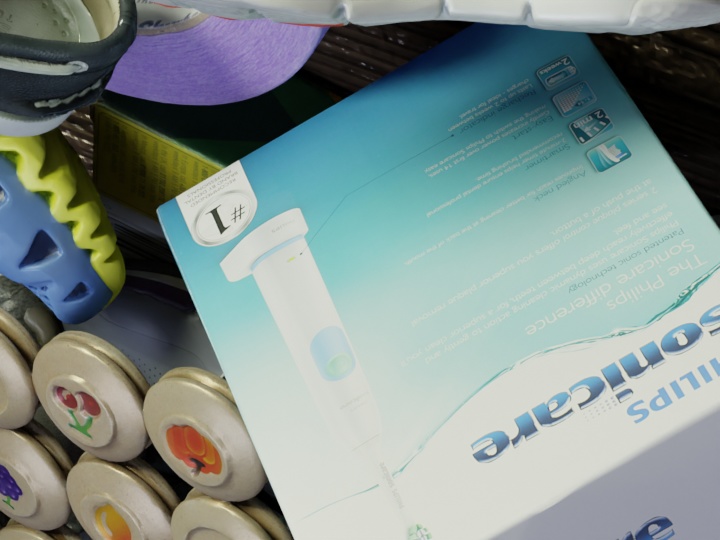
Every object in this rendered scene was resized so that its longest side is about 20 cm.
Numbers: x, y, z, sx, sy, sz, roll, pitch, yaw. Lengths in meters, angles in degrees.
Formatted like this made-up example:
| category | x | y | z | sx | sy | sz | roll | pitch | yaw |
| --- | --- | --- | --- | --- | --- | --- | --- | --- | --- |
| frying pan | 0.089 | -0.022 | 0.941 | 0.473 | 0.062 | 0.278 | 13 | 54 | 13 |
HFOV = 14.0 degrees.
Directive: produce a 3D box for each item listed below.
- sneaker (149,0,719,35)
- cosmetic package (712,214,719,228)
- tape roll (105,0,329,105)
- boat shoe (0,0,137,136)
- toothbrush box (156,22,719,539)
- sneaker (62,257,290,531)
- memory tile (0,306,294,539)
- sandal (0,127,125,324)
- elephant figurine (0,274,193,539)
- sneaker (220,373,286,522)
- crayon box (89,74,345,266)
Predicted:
| category | x | y | z | sx | sy | sz | roll | pitch | yaw |
| --- | --- | --- | --- | --- | --- | --- | --- | --- | --- |
| sneaker | 0.009 | -0.108 | 0.805 | 0.199 | 0.082 | 0.077 | 1 | -176 | -8 |
| cosmetic package | 0.181 | 0.025 | 0.896 | 0.101 | 0.071 | 0.200 | 44 | 149 | -21 |
| tape roll | -0.084 | -0.143 | 0.900 | 0.199 | 0.066 | 0.200 | 24 | 150 | 15 |
| boat shoe | -0.160 | -0.105 | 0.875 | 0.199 | 0.076 | 0.060 | 19 | 154 | -22 |
| toothbrush box | 0.041 | 0.027 | 0.862 | 0.085 | 0.146 | 0.200 | 58 | -178 | -39 |
| sneaker | -0.031 | 0.071 | 1.046 | 0.199 | 0.088 | 0.075 | 28 | 151 | 7 |
| memory tile | -0.103 | 0.079 | 1.041 | 0.199 | 0.017 | 0.154 | 16 | 134 | 32 |
| sandal | -0.160 | -0.048 | 0.988 | 0.200 | 0.087 | 0.080 | 45 | -176 | -24 |
| elephant figurine | -0.115 | 0.086 | 1.181 | 0.199 | 0.155 | 0.142 | 14 | 113 | 6 |
| sneaker | 0.036 | 0.061 | 0.955 | 0.199 | 0.073 | 0.112 | 19 | 168 | 12 |
| crayon box | 0.000 | 0.000 | 1.050 | 0.199 | 0.051 | 0.127 | 28 | 151 | 9 |
